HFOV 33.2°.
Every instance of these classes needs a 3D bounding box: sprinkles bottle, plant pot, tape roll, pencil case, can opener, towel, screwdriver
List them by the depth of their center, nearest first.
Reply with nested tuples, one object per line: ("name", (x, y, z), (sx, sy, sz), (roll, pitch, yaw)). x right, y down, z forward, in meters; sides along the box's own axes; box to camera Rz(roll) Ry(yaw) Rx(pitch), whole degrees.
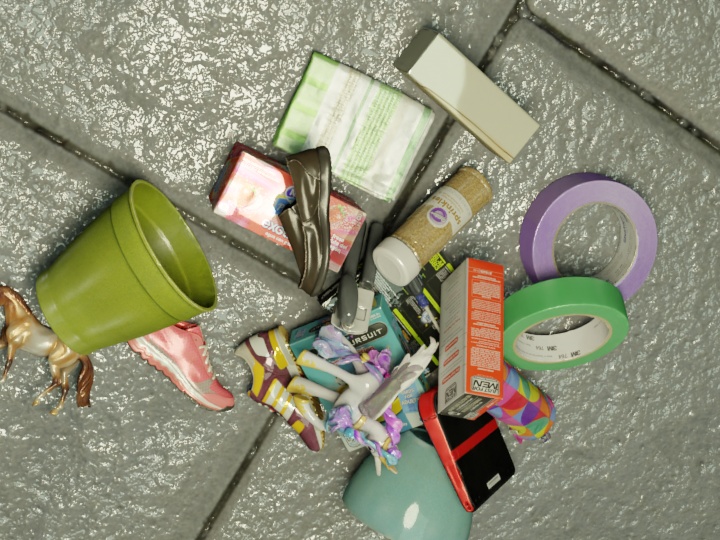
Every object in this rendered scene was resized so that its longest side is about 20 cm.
("plant pot", (-0.328, 0.013, 1.641), (0.191, 0.201, 0.201), (-30, 109, 11))
("can opener", (0.000, 0.000, 1.690), (0.053, 0.202, 0.067), (14, 142, -4))
("sprinkles bottle", (0.104, -0.065, 1.717), (0.200, 0.068, 0.069), (-44, 111, -26))
("towel", (-0.010, -0.204, 1.722), (0.198, 0.031, 0.151), (25, 97, -14))
("screwdriver", (0.104, 0.066, 1.764), (0.028, 0.029, 0.201), (-31, 102, -3))
("tape roll", (0.294, 0.081, 1.784), (0.197, 0.049, 0.201), (-4, 148, -3))
("plant pot", (0.089, 0.314, 1.793), (0.198, 0.200, 0.136), (21, 97, -16))
("pencil case", (0.218, 0.188, 1.812), (0.088, 0.088, 0.200), (-46, 130, 3))
("tape roll", (0.342, -0.042, 1.815), (0.197, 0.066, 0.203), (-3, 106, -10))

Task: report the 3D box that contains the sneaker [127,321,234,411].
("sneaker", (-0.244, 0.125, 1.736), (0.200, 0.074, 0.087), (42, 92, -18))

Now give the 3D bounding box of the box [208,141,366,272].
("box", (-0.103, -0.090, 1.692), (0.198, 0.103, 0.096), (26, 98, -16))

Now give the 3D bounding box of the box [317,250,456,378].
("box", (0.069, 0.058, 1.797), (0.193, 0.048, 0.200), (-41, 108, -1))

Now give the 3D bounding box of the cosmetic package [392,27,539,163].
("cosmetic package", (0.149, -0.247, 1.700), (0.199, 0.104, 0.073), (38, 96, -17))

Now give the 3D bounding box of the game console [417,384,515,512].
("game console", (0.157, 0.246, 1.777), (0.031, 0.199, 0.179), (-23, 88, 27))

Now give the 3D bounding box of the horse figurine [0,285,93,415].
("horse figurine", (-0.454, 0.119, 1.698), (0.198, 0.050, 0.134), (28, 81, -9))

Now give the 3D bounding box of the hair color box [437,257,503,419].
("hair color box", (0.155, 0.096, 1.697), (0.060, 0.102, 0.203), (12, 64, -16))

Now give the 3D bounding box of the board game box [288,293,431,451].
("board game box", (0.007, 0.152, 1.767), (0.149, 0.047, 0.201), (-23, 112, 15))

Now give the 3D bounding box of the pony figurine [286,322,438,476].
("pony figurine", (0.008, 0.164, 1.674), (0.199, 0.166, 0.194), (35, 111, 11))

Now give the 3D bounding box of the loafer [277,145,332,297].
("loafer", (-0.076, -0.066, 1.619), (0.070, 0.073, 0.203), (1, 96, -6))

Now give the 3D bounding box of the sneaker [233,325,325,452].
("sneaker", (-0.117, 0.184, 1.785), (0.089, 0.075, 0.202), (-20, 102, 4))
